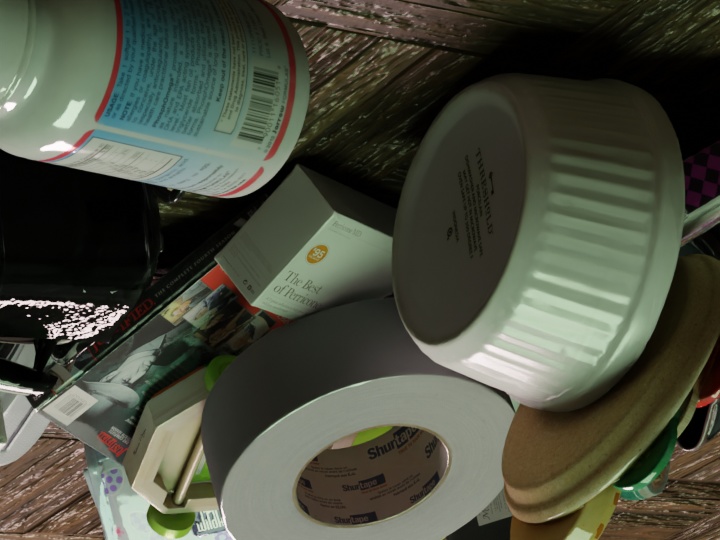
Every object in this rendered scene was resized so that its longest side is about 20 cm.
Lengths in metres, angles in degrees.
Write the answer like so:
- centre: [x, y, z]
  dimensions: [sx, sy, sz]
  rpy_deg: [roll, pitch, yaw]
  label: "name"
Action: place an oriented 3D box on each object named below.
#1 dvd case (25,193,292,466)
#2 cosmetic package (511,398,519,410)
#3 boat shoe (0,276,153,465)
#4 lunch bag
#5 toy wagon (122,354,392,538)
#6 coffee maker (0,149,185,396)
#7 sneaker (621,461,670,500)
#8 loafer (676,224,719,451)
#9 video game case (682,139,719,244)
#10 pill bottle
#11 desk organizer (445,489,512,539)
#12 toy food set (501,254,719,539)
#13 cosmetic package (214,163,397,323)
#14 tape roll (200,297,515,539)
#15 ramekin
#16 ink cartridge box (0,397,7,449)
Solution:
- centre: [-0.109, 0.041, 1.807]
  dimensions: [0.200, 0.022, 0.146]
  rpy_deg: [-40, 154, 3]
  label: "dvd case"
- centre: [0.081, 0.055, 1.920]
  dimensions: [0.081, 0.114, 0.200]
  rpy_deg: [5, 151, -36]
  label: "cosmetic package"
- centre: [-0.206, 0.036, 1.782]
  dimensions: [0.072, 0.071, 0.200]
  rpy_deg: [3, 133, -54]
  label: "boat shoe"
- centre: [-0.110, 0.163, 2.074]
  dimensions: [0.168, 0.128, 0.200]
  rpy_deg: [-12, 152, -1]
  label: "lunch bag"
- centre: [-0.057, 0.112, 1.868]
  dimensions: [0.199, 0.040, 0.156]
  rpy_deg: [-3, 139, -28]
  label: "toy wagon"
- centre: [-0.225, -0.033, 1.564]
  dimensions: [0.199, 0.135, 0.193]
  rpy_deg: [3, 131, -34]
  label: "coffee maker"
- centre: [0.162, 0.088, 1.932]
  dimensions: [0.079, 0.201, 0.072]
  rpy_deg: [-20, 129, 14]
  label: "sneaker"
- centre: [0.232, 0.046, 1.932]
  dimensions: [0.072, 0.063, 0.201]
  rpy_deg: [16, 142, 28]
  label: "loafer"
- centre: [0.204, -0.043, 1.734]
  dimensions: [0.199, 0.036, 0.181]
  rpy_deg: [-29, 172, -38]
  label: "video game case"
- centre: [-0.130, -0.104, 1.426]
  dimensions: [0.199, 0.109, 0.108]
  rpy_deg: [11, 149, -43]
  label: "pill bottle"
- centre: [0.112, 0.209, 1.898]
  dimensions: [0.071, 0.201, 0.077]
  rpy_deg: [-21, 160, 25]
  label: "desk organizer"
- centre: [0.156, 0.073, 1.651]
  dimensions: [0.049, 0.200, 0.198]
  rpy_deg: [38, 122, -14]
  label: "toy food set"
- centre: [0.000, 0.000, 1.784]
  dimensions: [0.083, 0.051, 0.200]
  rpy_deg: [-49, 147, 13]
  label: "cosmetic package"
- centre: [0.000, 0.107, 1.793]
  dimensions: [0.199, 0.066, 0.201]
  rpy_deg: [-12, 141, -10]
  label: "tape roll"
- centre: [0.095, -0.023, 1.635]
  dimensions: [0.094, 0.204, 0.202]
  rpy_deg: [13, 149, -25]
  label: "ramekin"
- centre: [-0.298, 0.077, 1.737]
  dimensions: [0.084, 0.146, 0.200]
  rpy_deg: [1, 155, -28]
  label: "ink cartridge box"
